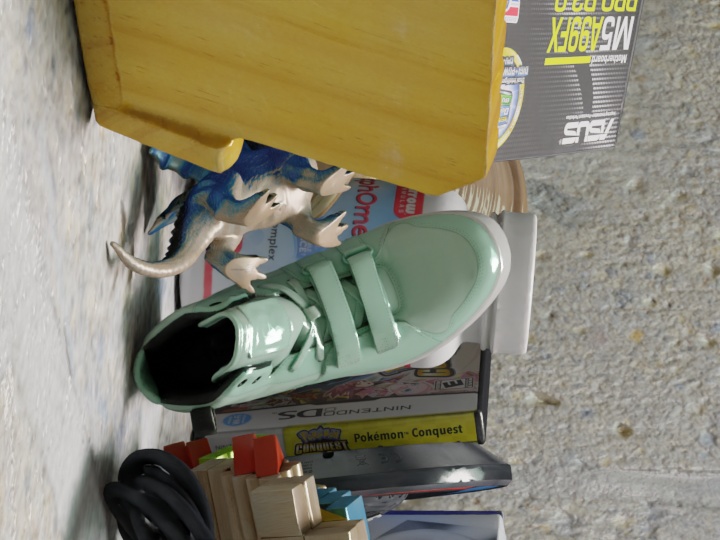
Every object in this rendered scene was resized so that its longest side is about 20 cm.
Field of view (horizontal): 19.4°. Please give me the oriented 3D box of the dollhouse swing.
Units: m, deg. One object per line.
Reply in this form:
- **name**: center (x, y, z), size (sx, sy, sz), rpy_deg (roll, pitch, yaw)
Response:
- **dollhouse swing**: center (-0.025, -0.152, 0.845), size (0.200, 0.176, 0.182), rpy_deg (88, 7, -54)

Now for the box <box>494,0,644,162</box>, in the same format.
- **box**: center (0.098, -0.146, 1.205), size (0.200, 0.044, 0.160), rpy_deg (-9, 112, -55)

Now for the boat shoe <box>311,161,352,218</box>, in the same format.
- **boat shoe**: center (-0.014, -0.128, 1.181), size (0.071, 0.064, 0.200), rpy_deg (155, -47, -69)

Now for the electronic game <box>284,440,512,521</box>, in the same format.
- **electronic game**: center (-0.010, 0.129, 1.240), size (0.200, 0.200, 0.042), rpy_deg (69, 15, -82)

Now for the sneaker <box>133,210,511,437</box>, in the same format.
- **sneaker**: center (-0.020, 0.028, 1.076), size (0.118, 0.200, 0.074), rpy_deg (-15, 83, -80)

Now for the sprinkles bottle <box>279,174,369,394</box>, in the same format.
- **sprinkles bottle**: center (-0.033, -0.016, 1.373), size (0.068, 0.068, 0.200), rpy_deg (90, 22, -54)

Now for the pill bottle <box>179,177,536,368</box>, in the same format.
- **pill bottle**: center (0.000, 0.000, 1.227), size (0.109, 0.200, 0.109), rpy_deg (4, 90, -87)

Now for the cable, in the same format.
- **cable**: center (-0.069, 0.173, 0.984), size (0.163, 0.051, 0.200), rpy_deg (73, -7, -56)

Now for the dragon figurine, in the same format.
- **dragon figurine**: center (-0.072, -0.042, 1.060), size (0.200, 0.099, 0.059), rpy_deg (-29, 137, -39)

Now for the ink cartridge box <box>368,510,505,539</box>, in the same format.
- **ink cartridge box**: center (-0.011, 0.188, 1.293), size (0.200, 0.199, 0.041), rpy_deg (-80, 168, -62)

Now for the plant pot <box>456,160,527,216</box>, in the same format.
- **plant pot**: center (0.017, -0.055, 1.496), size (0.093, 0.201, 0.201), rpy_deg (60, 34, -72)

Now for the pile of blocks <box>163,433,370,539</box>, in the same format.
- **pile of blocks**: center (-0.045, 0.106, 1.049), size (0.200, 0.082, 0.062), rpy_deg (3, -74, 61)

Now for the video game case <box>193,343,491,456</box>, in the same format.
- **video game case**: center (-0.005, 0.072, 1.385), size (0.200, 0.181, 0.026), rpy_deg (-76, 160, -70)
